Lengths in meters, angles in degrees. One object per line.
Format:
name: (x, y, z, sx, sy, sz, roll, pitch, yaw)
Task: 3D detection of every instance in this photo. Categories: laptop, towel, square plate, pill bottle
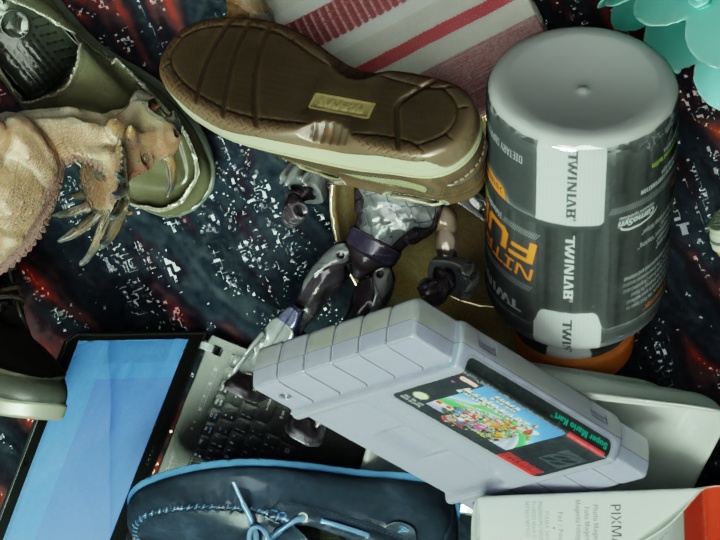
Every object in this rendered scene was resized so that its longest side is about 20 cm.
laptop: (-0.104, 0.138, 1.743, 0.200, 0.103, 0.177, 23, 108, 1)
towel: (0.014, -0.168, 1.644, 0.144, 0.023, 0.200, -26, 78, 10)
square plate: (0.103, 0.100, 1.689, 0.198, 0.200, 0.028, 9, 63, -1)
pill bottle: (0.122, -0.029, 1.607, 0.106, 0.106, 0.200, 3, 133, 5)

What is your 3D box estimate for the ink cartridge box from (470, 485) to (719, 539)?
ink cartridge box: (0.171, 0.168, 1.695, 0.200, 0.163, 0.057, 1, 72, 8)

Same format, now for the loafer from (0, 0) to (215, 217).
loafer: (-0.171, -0.102, 1.696, 0.200, 0.070, 0.075, 42, 106, -6)

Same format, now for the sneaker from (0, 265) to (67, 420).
sneaker: (-0.227, 0.010, 1.683, 0.075, 0.200, 0.106, 9, 106, -43)

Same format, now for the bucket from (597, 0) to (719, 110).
bucket: (0.245, -0.142, 1.572, 0.207, 0.207, 0.135, 37, 92, -5)

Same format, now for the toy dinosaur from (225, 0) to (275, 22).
toy dinosaur: (-0.062, -0.230, 1.622, 0.106, 0.060, 0.200, -11, 86, 10)

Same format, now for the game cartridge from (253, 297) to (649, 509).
game cartridge: (0.054, 0.081, 1.603, 0.130, 0.038, 0.200, -14, 145, 43)

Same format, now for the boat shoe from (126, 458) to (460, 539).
boat shoe: (-0.039, 0.154, 1.702, 0.200, 0.069, 0.084, -1, 149, -2)

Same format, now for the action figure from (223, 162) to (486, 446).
action figure: (0.000, 0.000, 1.666, 0.130, 0.069, 0.200, 31, 97, 15)

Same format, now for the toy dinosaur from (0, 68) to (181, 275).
toy dinosaur: (-0.203, -0.038, 1.636, 0.200, 0.086, 0.136, -42, 110, 10)

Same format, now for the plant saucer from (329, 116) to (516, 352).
plant saucer: (0.083, -0.044, 1.704, 0.200, 0.035, 0.200, 2, 106, 6)

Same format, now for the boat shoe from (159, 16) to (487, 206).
boat shoe: (-0.021, -0.079, 1.592, 0.202, 0.075, 0.075, 22, 68, 30)

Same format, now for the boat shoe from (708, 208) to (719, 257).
boat shoe: (0.303, -0.036, 1.666, 0.200, 0.075, 0.062, -22, 108, 17)
